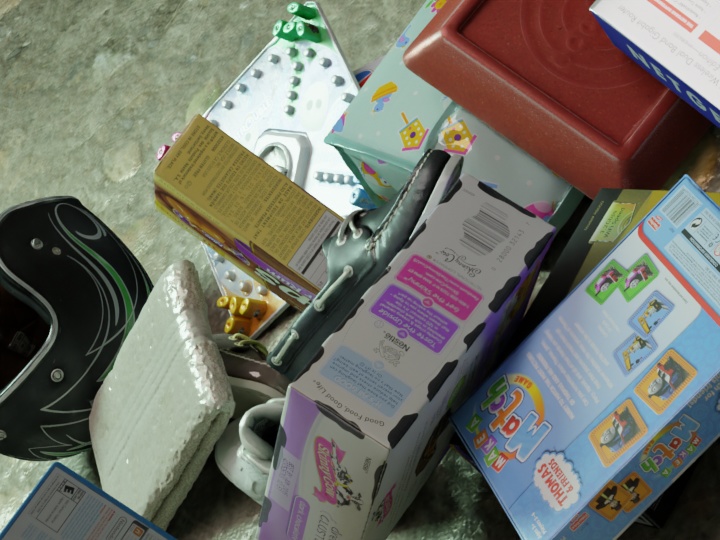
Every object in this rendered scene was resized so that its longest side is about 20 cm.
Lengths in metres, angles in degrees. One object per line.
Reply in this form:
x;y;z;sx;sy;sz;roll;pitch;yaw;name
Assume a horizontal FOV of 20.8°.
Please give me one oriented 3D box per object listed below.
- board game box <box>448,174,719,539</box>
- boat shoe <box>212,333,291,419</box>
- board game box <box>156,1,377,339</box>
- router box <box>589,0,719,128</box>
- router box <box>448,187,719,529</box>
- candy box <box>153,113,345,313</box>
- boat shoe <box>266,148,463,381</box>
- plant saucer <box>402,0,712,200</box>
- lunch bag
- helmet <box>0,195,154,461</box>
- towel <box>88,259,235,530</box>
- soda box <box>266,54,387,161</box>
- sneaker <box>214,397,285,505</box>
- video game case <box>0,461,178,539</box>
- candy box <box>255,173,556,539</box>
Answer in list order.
0.148;0.056;1.085;0.200;0.037;0.152;-45;29;8;board game box
-0.104;0.076;1.492;0.199;0.072;0.060;-3;52;58;boat shoe
-0.071;-0.081;1.560;0.200;0.026;0.201;-44;54;29;board game box
0.269;-0.166;1.204;0.180;0.049;0.200;-46;54;2;router box
0.161;0.046;1.176;0.157;0.052;0.201;5;59;56;router box
-0.049;-0.018;1.362;0.057;0.199;0.117;-53;-1;-11;candy box
0.000;0.000;1.246;0.201;0.060;0.076;-61;-8;23;boat shoe
0.160;-0.167;1.309;0.199;0.037;0.200;36;78;18;plant saucer
0.100;-0.105;1.380;0.199;0.122;0.171;23;71;47;lunch bag
-0.254;0.056;1.599;0.199;0.192;0.200;-28;-8;-4;helmet
-0.147;0.105;1.444;0.201;0.034;0.133;-57;42;41;towel
-0.006;-0.111;1.582;0.199;0.068;0.064;-22;40;39;soda box
-0.051;0.115;1.332;0.199;0.099;0.079;-1;62;54;sneaker
-0.144;0.223;1.220;0.143;0.199;0.018;-56;-2;-44;video game case
0.026;0.069;1.181;0.200;0.071;0.168;-50;-15;-36;candy box
